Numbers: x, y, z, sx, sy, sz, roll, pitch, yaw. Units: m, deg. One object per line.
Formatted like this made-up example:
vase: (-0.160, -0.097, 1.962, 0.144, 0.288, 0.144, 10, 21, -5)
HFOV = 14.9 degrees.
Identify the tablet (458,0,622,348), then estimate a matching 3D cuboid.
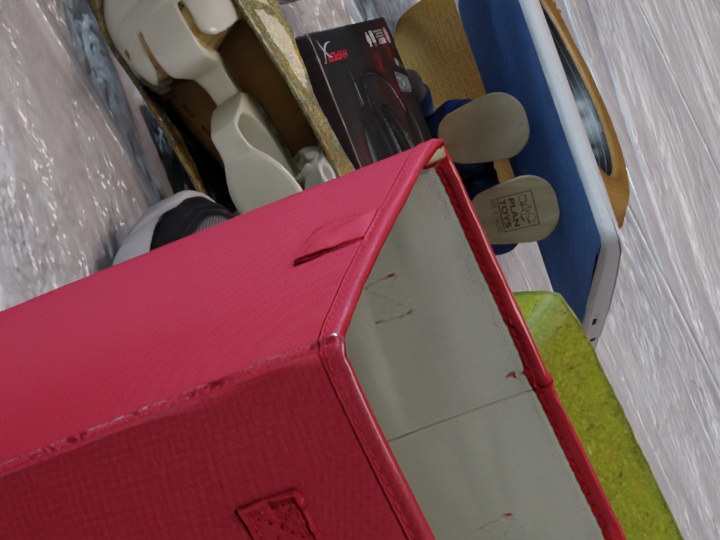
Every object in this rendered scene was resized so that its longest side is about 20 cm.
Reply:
tablet: (0.081, -0.072, 1.275, 0.130, 0.014, 0.200, 95, -20, -65)

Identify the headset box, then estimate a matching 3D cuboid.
headset box: (0.000, 0.000, 1.175, 0.149, 0.075, 0.200, -29, 97, -75)

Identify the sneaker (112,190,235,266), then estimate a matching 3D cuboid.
sneaker: (-0.026, 0.037, 0.969, 0.075, 0.114, 0.200, 45, 29, -39)

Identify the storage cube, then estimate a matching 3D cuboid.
storage cube: (-0.036, 0.090, 0.771, 0.171, 0.180, 0.200, 65, 18, -14)

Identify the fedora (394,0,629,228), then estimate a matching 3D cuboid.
fedora: (0.075, -0.100, 1.526, 0.201, 0.082, 0.201, 54, 19, -28)

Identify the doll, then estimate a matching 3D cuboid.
doll: (0.049, -0.036, 1.336, 0.200, 0.048, 0.137, 174, -104, -82)

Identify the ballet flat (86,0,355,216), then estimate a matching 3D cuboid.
ballet flat: (-0.053, -0.067, 1.068, 0.200, 0.071, 0.071, 59, 17, 0)

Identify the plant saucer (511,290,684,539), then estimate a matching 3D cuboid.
plant saucer: (0.033, 0.105, 1.031, 0.048, 0.200, 0.200, -41, 114, -34)

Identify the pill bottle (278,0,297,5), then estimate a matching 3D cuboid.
pill bottle: (-0.037, -0.234, 1.282, 0.200, 0.112, 0.112, 66, 17, -10)
